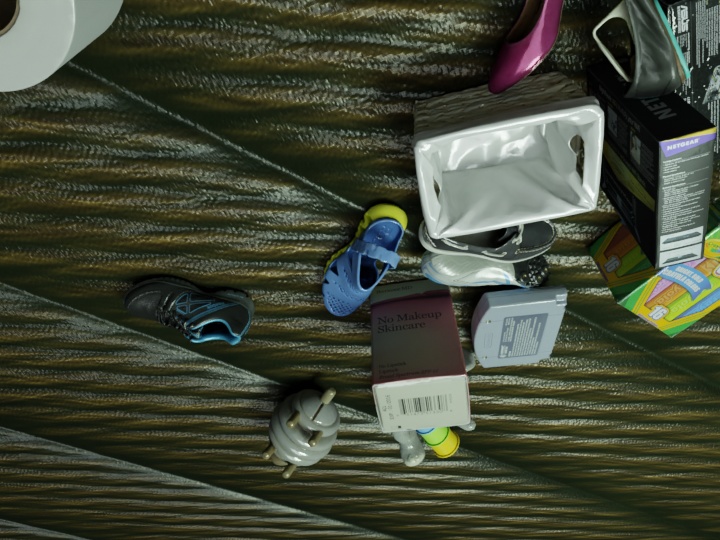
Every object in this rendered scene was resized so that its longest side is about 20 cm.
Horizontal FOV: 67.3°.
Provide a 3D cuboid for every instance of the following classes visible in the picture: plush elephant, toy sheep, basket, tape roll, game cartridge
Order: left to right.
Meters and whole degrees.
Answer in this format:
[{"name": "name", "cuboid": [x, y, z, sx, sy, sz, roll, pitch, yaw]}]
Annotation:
[{"name": "tape roll", "cuboid": [-0.343, -0.290, 0.504, 0.202, 0.139, 0.203, 0, 128, 0]}, {"name": "toy sheep", "cuboid": [-0.102, 0.283, 0.974, 0.138, 0.138, 0.200, 30, 117, -23]}, {"name": "plush elephant", "cuboid": [0.122, 0.209, 0.889, 0.155, 0.165, 0.200, -7, 119, 55]}, {"name": "basket", "cuboid": [0.164, -0.139, 0.640, 0.199, 0.124, 0.136, -9, 129, 8]}, {"name": "game cartridge", "cuboid": [0.243, 0.092, 0.856, 0.132, 0.042, 0.200, -3, 144, 7]}]

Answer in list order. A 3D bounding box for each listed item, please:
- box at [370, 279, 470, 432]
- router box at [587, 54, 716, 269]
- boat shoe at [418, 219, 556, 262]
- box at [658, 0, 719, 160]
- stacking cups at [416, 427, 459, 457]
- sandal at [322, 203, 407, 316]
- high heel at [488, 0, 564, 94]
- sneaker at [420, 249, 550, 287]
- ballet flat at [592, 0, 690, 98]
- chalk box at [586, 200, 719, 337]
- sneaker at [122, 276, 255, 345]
[{"name": "box", "cuboid": [0.083, 0.119, 0.797, 0.127, 0.200, 0.109, -8, 128, 6]}, {"name": "router box", "cuboid": [0.314, -0.126, 0.602, 0.052, 0.200, 0.158, -14, 128, 11]}, {"name": "boat shoe", "cuboid": [0.180, -0.053, 0.724, 0.199, 0.074, 0.060, 5, 171, -12]}, {"name": "box", "cuboid": [0.405, -0.234, 0.588, 0.163, 0.086, 0.200, -18, 127, 14]}, {"name": "stacking cups", "cuboid": [0.118, 0.277, 1.014, 0.060, 0.061, 0.200, -25, 125, 19]}, {"name": "sandal", "cuboid": [0.000, 0.000, 0.776, 0.079, 0.087, 0.200, 18, 128, -16]}, {"name": "high heel", "cuboid": [0.173, -0.288, 0.558, 0.096, 0.068, 0.200, 24, 113, -23]}, {"name": "sneaker", "cuboid": [0.183, -0.010, 0.790, 0.199, 0.072, 0.072, 4, 171, -15]}, {"name": "ballet flat", "cuboid": [0.248, -0.256, 0.509, 0.068, 0.068, 0.201, -17, 104, 29]}, {"name": "chalk box", "cuboid": [0.440, -0.032, 0.728, 0.124, 0.125, 0.200, 27, 123, -21]}, {"name": "sneaker", "cuboid": [-0.266, 0.064, 0.827, 0.199, 0.082, 0.073, 6, 131, -3]}]
